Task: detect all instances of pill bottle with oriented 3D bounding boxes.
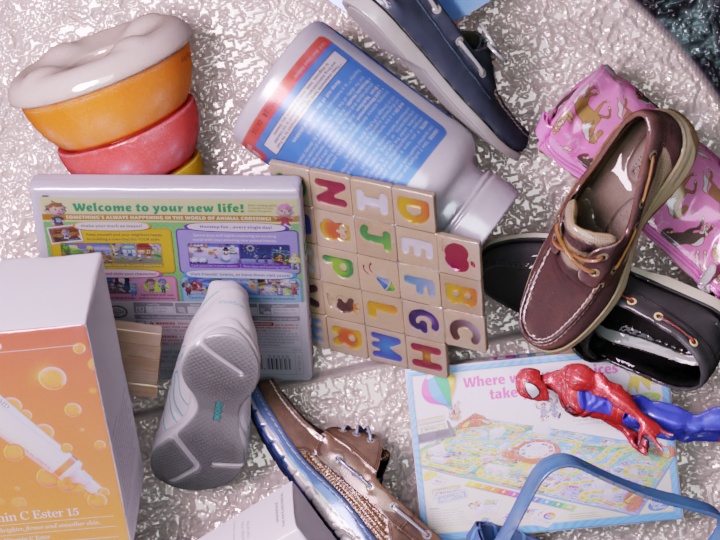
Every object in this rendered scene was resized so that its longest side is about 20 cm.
[{"bbox_3d":[0.015,-0.084,1.644,0.200,0.112,0.112,37,95,2],"label":"pill bottle"}]

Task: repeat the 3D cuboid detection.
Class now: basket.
[{"bbox_3d":[0.158,0.236,1.623,0.176,0.139,0.201,20,106,-27],"label":"basket"}]

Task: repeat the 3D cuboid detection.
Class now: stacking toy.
[{"bbox_3d":[-0.165,-0.079,1.663,0.146,0.146,0.201,-19,107,5],"label":"stacking toy"}]

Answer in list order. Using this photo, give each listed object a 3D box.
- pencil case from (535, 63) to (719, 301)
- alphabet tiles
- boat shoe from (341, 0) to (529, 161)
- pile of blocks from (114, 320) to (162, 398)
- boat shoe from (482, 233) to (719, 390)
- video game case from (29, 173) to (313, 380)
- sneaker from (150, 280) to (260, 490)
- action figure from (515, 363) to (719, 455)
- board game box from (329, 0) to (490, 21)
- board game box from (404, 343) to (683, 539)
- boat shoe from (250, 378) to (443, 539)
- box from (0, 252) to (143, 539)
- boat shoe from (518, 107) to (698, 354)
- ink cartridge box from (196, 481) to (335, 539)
[{"bbox_3d":[0.223,-0.065,1.645,0.200,0.087,0.083,42,112,2],"label":"pencil case"},{"bbox_3d":[0.000,0.000,1.636,0.199,0.006,0.167,13,129,23],"label":"alphabet tiles"},{"bbox_3d":[0.067,-0.157,1.626,0.062,0.075,0.200,-49,120,-2],"label":"boat shoe"},{"bbox_3d":[-0.237,0.065,1.661,0.199,0.062,0.082,-15,120,8],"label":"pile of blocks"},{"bbox_3d":[0.174,0.029,1.640,0.201,0.063,0.074,20,139,18],"label":"boat shoe"},{"bbox_3d":[-0.138,0.007,1.658,0.199,0.022,0.183,1,128,4],"label":"video game case"},{"bbox_3d":[-0.109,0.090,1.659,0.070,0.080,0.201,12,135,-9],"label":"sneaker"},{"bbox_3d":[0.210,0.108,1.630,0.199,0.065,0.052,19,77,2],"label":"action figure"},{"bbox_3d":[0.038,-0.281,1.671,0.157,0.039,0.201,-10,90,11],"label":"board game box"},{"bbox_3d":[0.139,0.130,1.685,0.199,0.034,0.135,-5,93,4],"label":"board game box"},{"bbox_3d":[-0.011,0.155,1.678,0.072,0.072,0.200,-36,79,-8],"label":"boat shoe"},{"bbox_3d":[-0.234,0.100,1.589,0.124,0.098,0.201,-5,121,4],"label":"box"},{"bbox_3d":[0.164,-0.029,1.576,0.072,0.072,0.200,42,110,26],"label":"boat shoe"},{"bbox_3d":[-0.091,0.273,1.621,0.200,0.084,0.146,-33,108,8],"label":"ink cartridge box"}]
